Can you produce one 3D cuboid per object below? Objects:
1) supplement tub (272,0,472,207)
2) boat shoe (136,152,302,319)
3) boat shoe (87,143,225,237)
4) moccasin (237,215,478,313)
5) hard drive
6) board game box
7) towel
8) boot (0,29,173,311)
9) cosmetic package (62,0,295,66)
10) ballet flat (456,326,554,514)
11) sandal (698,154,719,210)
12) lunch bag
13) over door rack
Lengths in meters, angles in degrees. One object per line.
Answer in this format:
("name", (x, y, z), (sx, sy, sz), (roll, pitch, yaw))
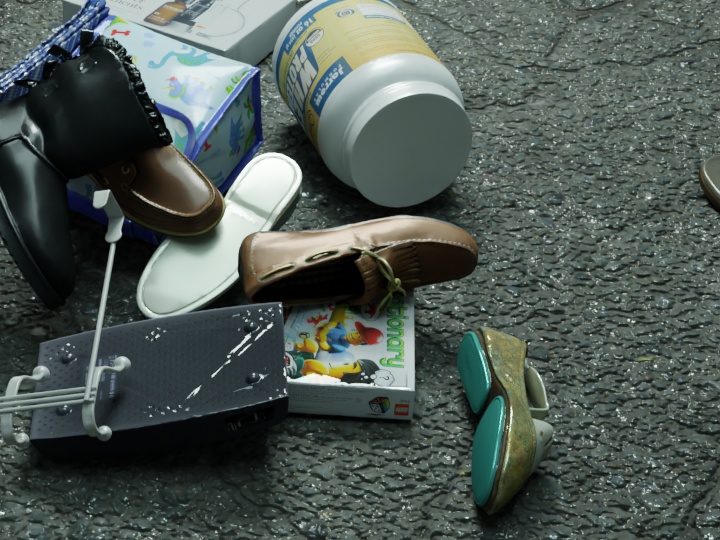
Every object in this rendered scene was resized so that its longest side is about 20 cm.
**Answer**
("supplement tub", (0.012, -0.164, 1.813), (0.144, 0.145, 0.200), (-9, 37, -19))
("boat shoe", (-0.120, -0.017, 1.662), (0.073, 0.062, 0.200), (33, 62, 13))
("boat shoe", (-0.202, -0.098, 1.642), (0.200, 0.068, 0.072), (36, 70, 22))
("moccasin", (0.000, -0.001, 1.583), (0.201, 0.074, 0.078), (-1, 44, -15))
("hard drive", (-0.154, 0.089, 1.493), (0.200, 0.042, 0.135), (-10, 36, 2))
("board game box", (-0.018, 0.048, 1.602), (0.126, 0.035, 0.200), (4, 35, -2))
("towel", (-0.303, -0.161, 1.774), (0.024, 0.145, 0.200), (29, 39, 7))
("boot", (-0.233, -0.087, 1.580), (0.162, 0.073, 0.198), (-27, 77, -3))
("cosmetic package", (-0.191, -0.268, 2.022), (0.200, 0.052, 0.151), (19, 35, 20))
("ballet flat", (0.119, 0.117, 1.500), (0.071, 0.071, 0.200), (1, 35, -4))
("sandal", (0.399, -0.062, 1.790), (0.082, 0.055, 0.200), (-13, 39, -24))
("lunch bag", (-0.208, -0.123, 1.760), (0.170, 0.128, 0.200), (22, 54, 19))
("over door rack", (-0.254, 0.044, 1.467), (0.148, 0.067, 0.200), (-7, 63, 13))
